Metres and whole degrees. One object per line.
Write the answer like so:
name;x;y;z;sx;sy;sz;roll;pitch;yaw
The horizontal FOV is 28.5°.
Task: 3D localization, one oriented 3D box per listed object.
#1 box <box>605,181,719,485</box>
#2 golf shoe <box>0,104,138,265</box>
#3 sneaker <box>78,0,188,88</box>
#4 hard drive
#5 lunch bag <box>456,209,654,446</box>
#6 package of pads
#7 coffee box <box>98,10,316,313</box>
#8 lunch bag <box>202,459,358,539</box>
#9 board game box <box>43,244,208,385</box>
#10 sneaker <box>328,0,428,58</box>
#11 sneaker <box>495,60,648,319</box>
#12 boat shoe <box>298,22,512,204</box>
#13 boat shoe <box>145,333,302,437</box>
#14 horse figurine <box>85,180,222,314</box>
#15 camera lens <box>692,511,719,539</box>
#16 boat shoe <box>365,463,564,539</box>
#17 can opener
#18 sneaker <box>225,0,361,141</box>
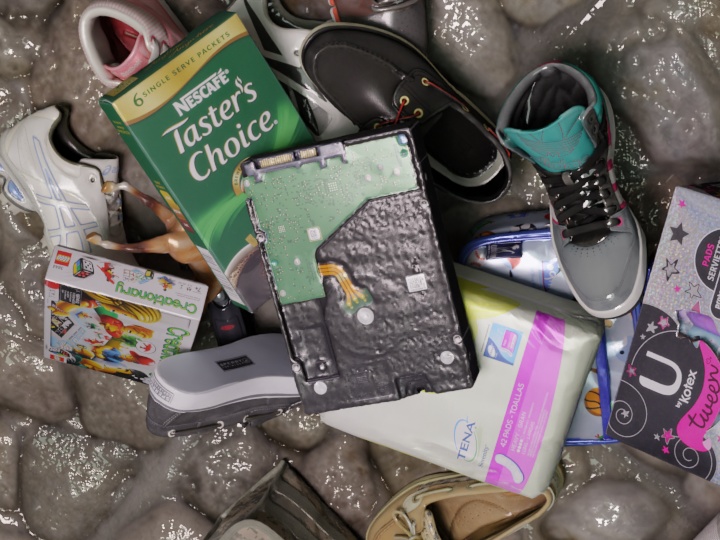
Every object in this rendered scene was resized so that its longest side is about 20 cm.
box;0.281;0.043;1.072;0.114;0.132;0.202;21;106;32
golf shoe;-0.236;-0.052;1.233;0.097;0.078;0.200;-38;98;16
sneaker;-0.151;-0.151;1.159;0.200;0.105;0.075;46;112;-5
hard drive;0.000;0.000;1.055;0.138;0.038;0.202;-12;104;17
lunch bag;0.163;0.044;1.163;0.159;0.076;0.202;-3;109;13
package of pads;0.076;0.079;1.118;0.198;0.068;0.156;19;113;10
coffee box;-0.096;-0.082;1.085;0.123;0.044;0.201;-36;112;-14
lunch bag;-0.072;0.288;1.237;0.164;0.200;0.117;46;113;-4
board game box;-0.202;0.044;1.195;0.125;0.035;0.200;15;156;-6
sneaker;0.014;-0.241;1.084;0.076;0.082;0.202;-19;106;-14
sneaker;0.157;-0.071;1.047;0.083;0.121;0.202;-19;66;24
boat shoe;0.040;-0.122;1.099;0.201;0.063;0.074;33;112;-25
boat shoe;-0.097;0.104;1.197;0.070;0.199;0.067;41;123;32
horse figurine;-0.130;-0.069;1.132;0.132;0.050;0.201;24;99;-28
camera lens;0.335;0.269;1.147;0.160;0.160;0.201;37;114;0
boat shoe;0.085;0.216;1.246;0.199;0.063;0.074;-32;99;22
can opener;-0.110;0.037;1.234;0.078;0.063;0.202;-3;107;15
sneaker;-0.029;-0.153;1.142;0.200;0.074;0.089;40;115;-2
